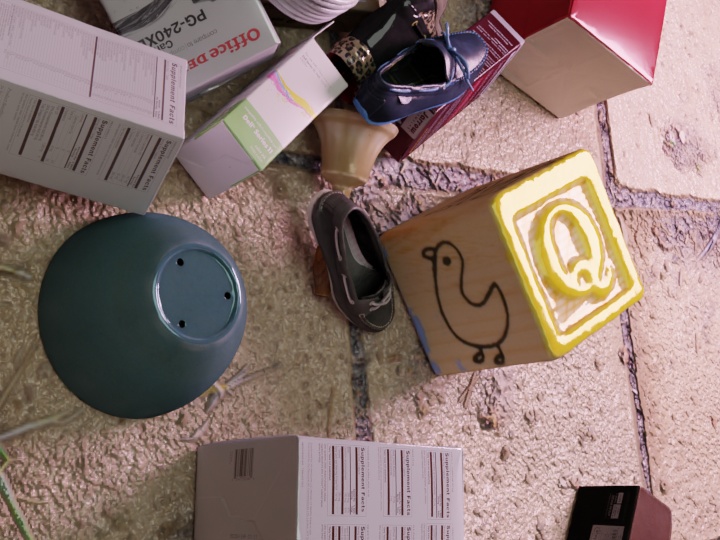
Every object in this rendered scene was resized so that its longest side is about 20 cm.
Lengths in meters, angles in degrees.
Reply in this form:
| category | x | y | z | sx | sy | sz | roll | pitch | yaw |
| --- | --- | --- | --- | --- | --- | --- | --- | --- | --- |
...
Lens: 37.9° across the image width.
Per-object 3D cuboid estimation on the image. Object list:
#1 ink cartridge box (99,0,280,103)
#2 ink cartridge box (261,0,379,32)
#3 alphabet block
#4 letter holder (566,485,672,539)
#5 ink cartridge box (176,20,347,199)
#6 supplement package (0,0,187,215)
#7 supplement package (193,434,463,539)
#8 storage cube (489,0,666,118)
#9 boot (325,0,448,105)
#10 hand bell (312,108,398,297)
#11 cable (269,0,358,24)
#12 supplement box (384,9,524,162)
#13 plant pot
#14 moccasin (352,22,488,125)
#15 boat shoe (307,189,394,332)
| category | x | y | z | sx | sy | sz | roll | pitch | yaw |
| --- | --- | --- | --- | --- | --- | --- | --- | --- | --- |
| ink cartridge box | -0.186 | -0.281 | 1.053 | 0.144 | 0.083 | 0.202 | -28 | 98 | -5 |
| ink cartridge box | -0.083 | -0.367 | 1.195 | 0.198 | 0.075 | 0.167 | -6 | 84 | -38 |
| alphabet block | 0.177 | -0.006 | 1.235 | 0.195 | 0.199 | 0.197 | -30 | 97 | -38 |
| letter holder | 0.336 | 0.396 | 1.332 | 0.142 | 0.100 | 0.202 | 36 | 60 | -28 |
| ink cartridge box | -0.094 | -0.172 | 1.114 | 0.068 | 0.117 | 0.200 | 51 | 55 | -15 |
| supplement package | -0.267 | -0.149 | 0.941 | 0.198 | 0.110 | 0.115 | 17 | 45 | -24 |
| supplement package | -0.032 | 0.243 | 1.021 | 0.198 | 0.190 | 0.149 | 11 | 74 | -36 |
| storage cube | 0.289 | -0.344 | 1.418 | 0.199 | 0.170 | 0.182 | 28 | 65 | -30 |
| boot | 0.029 | -0.254 | 1.220 | 0.073 | 0.200 | 0.151 | 44 | 78 | 7 |
| hand bell | -0.024 | -0.070 | 1.181 | 0.103 | 0.104 | 0.203 | 13 | 84 | -35 |
| cable | -0.069 | -0.353 | 1.071 | 0.199 | 0.069 | 0.202 | 28 | 48 | -48 |
| supplement box | 0.106 | -0.227 | 1.282 | 0.061 | 0.109 | 0.200 | 45 | 54 | 4 |
| plant pot | -0.184 | 0.032 | 0.987 | 0.198 | 0.134 | 0.203 | 10 | 73 | -36 |
| moccasin | 0.081 | -0.218 | 1.156 | 0.081 | 0.068 | 0.200 | 47 | 55 | 6 |
| boat shoe | 0.000 | 0.000 | 1.147 | 0.067 | 0.057 | 0.201 | -43 | 130 | -23 |
